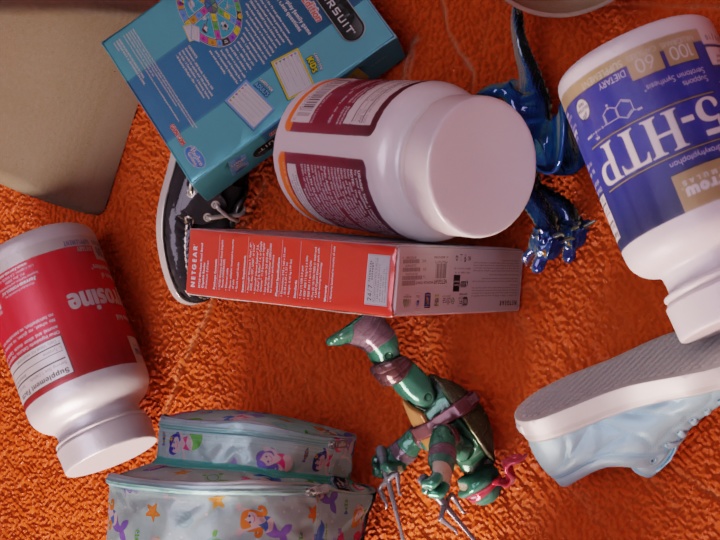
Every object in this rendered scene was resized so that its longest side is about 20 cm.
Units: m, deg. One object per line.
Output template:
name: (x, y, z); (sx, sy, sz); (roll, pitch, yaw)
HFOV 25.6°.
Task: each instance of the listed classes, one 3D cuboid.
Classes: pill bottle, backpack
pill bottle: (-0.251, 0.070, 1.379); (0.112, 0.112, 0.202); (-30, 76, 27)
pill bottle: (0.031, -0.081, 1.155); (0.199, 0.113, 0.116); (13, 97, 57)
pill bottle: (0.224, -0.060, 1.090); (0.119, 0.119, 0.202); (-27, 76, 28)
backpack: (-0.099, 0.185, 1.231); (0.176, 0.199, 0.153); (1, 90, 36)

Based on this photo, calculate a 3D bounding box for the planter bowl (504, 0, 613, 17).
planter bowl: (0.122, -0.297, 1.127); (0.135, 0.198, 0.202); (42, 112, 53)

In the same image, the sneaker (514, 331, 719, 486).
sneaker: (0.215, 0.101, 1.138); (0.198, 0.074, 0.083); (-20, 110, 24)

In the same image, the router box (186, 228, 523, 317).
router box: (0.000, 0.000, 1.179); (0.178, 0.199, 0.050); (6, 93, 32)

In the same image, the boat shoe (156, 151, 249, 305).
boat shoe: (-0.123, -0.072, 1.329); (0.060, 0.074, 0.203); (2, 83, 35)

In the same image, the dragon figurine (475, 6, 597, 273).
dragon figurine: (0.137, -0.102, 1.177); (0.098, 0.059, 0.203); (15, 98, 30)

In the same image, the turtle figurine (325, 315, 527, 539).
turtle figurine: (0.048, 0.123, 1.212); (0.201, 0.100, 0.150); (57, 160, 3)

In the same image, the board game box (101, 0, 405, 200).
board game box: (-0.087, -0.177, 1.278); (0.199, 0.047, 0.152); (-35, 72, 2)

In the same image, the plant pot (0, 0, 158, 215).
plant pot: (-0.322, -0.178, 1.384); (0.198, 0.176, 0.202); (27, 104, 28)
